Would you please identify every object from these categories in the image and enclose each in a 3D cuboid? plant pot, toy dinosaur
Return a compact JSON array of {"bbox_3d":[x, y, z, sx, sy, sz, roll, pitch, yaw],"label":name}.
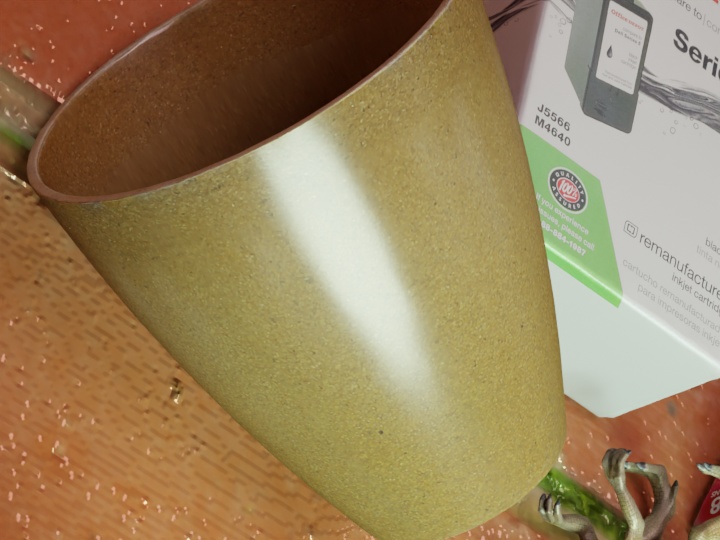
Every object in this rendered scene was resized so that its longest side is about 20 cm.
[{"bbox_3d":[0.000,0.000,1.113,0.187,0.185,0.201,-51,121,-41],"label":"plant pot"},{"bbox_3d":[0.136,0.135,1.263,0.199,0.058,0.102,11,80,-30],"label":"toy dinosaur"}]

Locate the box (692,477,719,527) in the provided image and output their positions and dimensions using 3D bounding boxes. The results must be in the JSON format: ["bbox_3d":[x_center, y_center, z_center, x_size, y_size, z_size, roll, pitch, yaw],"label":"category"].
[{"bbox_3d":[0.260,0.144,1.326,0.200,0.099,0.096,48,48,-17],"label":"box"}]

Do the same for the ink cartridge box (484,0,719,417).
[{"bbox_3d":[0.103,-0.061,1.278,0.145,0.084,0.201,33,54,-28],"label":"ink cartridge box"}]
